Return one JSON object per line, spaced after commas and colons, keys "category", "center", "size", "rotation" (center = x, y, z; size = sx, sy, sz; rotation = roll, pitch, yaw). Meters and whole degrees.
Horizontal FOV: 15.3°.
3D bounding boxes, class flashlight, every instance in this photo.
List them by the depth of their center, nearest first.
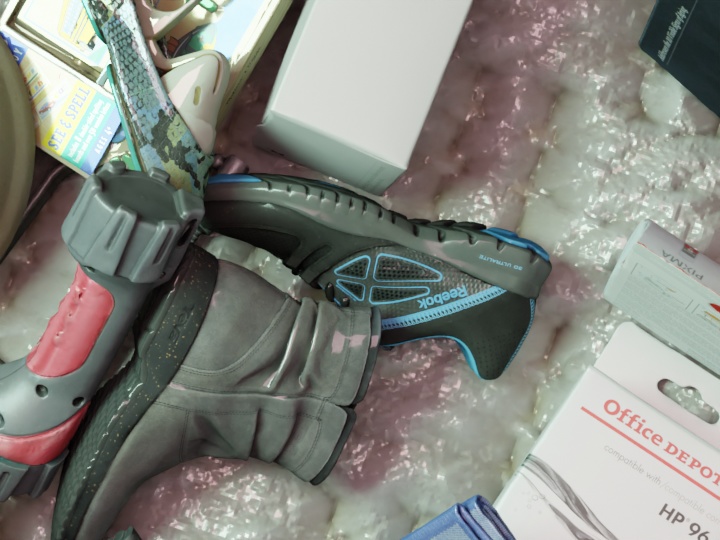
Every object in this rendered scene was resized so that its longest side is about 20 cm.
{"category": "flashlight", "center": [-0.155, 0.031, 1.384], "size": [0.068, 0.068, 0.200], "rotation": [37, 125, 11]}

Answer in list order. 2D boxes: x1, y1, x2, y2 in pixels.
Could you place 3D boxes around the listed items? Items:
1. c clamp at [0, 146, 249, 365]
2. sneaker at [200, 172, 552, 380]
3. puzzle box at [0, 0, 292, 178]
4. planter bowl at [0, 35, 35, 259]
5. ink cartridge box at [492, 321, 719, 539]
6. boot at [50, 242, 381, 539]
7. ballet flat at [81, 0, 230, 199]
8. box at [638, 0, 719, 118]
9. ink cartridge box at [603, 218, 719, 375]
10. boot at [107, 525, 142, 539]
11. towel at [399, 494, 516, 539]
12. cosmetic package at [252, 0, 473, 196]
{"category": "c clamp", "center": [-0.140, 0.001, 1.475], "size": [0.171, 0.027, 0.200], "rotation": [41, 82, 6]}
{"category": "sneaker", "center": [0.000, 0.000, 1.446], "size": [0.199, 0.073, 0.082], "rotation": [16, 97, -1]}
{"category": "puzzle box", "center": [-0.113, -0.145, 1.437], "size": [0.133, 0.025, 0.200], "rotation": [32, 99, 10]}
{"category": "planter bowl", "center": [-0.290, -0.067, 1.403], "size": [0.199, 0.135, 0.201], "rotation": [0, 89, 19]}
{"category": "ink cartridge box", "center": [0.135, 0.132, 1.431], "size": [0.116, 0.068, 0.200], "rotation": [33, 82, 6]}
{"category": "boot", "center": [-0.076, 0.090, 1.423], "size": [0.131, 0.070, 0.200], "rotation": [23, 115, -17]}
{"category": "ballet flat", "center": [-0.105, -0.119, 1.389], "size": [0.074, 0.074, 0.201], "rotation": [-21, 90, -3]}
{"category": "box", "center": [0.265, -0.123, 1.408], "size": [0.196, 0.200, 0.124], "rotation": [41, 81, 6]}
{"category": "ink cartridge box", "center": [0.208, 0.026, 1.382], "size": [0.162, 0.200, 0.050], "rotation": [33, 81, 5]}
{"category": "boot", "center": [-0.128, 0.259, 1.415], "size": [0.165, 0.066, 0.200], "rotation": [-31, 97, 20]}
{"category": "towel", "center": [0.075, 0.217, 1.380], "size": [0.200, 0.147, 0.024], "rotation": [50, 41, -4]}
{"category": "cosmetic package", "center": [0.017, -0.152, 1.457], "size": [0.085, 0.108, 0.201], "rotation": [21, 83, -5]}
